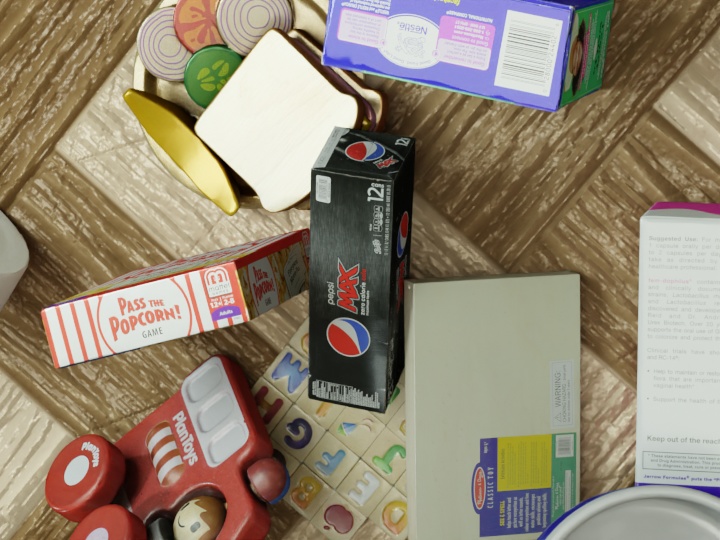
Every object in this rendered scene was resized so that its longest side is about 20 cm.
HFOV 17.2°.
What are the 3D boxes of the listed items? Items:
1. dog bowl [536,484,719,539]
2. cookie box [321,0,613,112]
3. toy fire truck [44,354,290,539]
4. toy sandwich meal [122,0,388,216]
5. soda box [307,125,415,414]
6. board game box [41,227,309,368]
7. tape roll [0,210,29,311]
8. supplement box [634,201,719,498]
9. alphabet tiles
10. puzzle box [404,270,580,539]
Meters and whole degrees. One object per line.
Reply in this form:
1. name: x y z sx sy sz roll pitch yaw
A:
1. dog bowl: 0.200 0.248 1.622 0.198 0.079 0.202 0 85 -3
2. cookie box: 0.080 -0.169 1.661 0.170 0.200 0.076 13 102 13
3. toy fire truck: -0.133 0.171 1.775 0.168 0.200 0.112 -41 128 11
4. toy sandwich meal: -0.084 -0.131 1.774 0.203 0.070 0.207 2 98 13
5. soda box: 0.000 0.000 1.731 0.063 0.071 0.201 9 123 11
6. board game box: -0.127 0.019 1.739 0.150 0.200 0.047 -14 94 15
7. tape roll: -0.351 -0.027 1.789 0.202 0.202 0.071 35 104 7
8. supplement box: 0.251 0.055 1.702 0.103 0.101 0.202 1 99 13
9. alphabet tiles: 0.007 0.108 1.819 0.166 0.006 0.200 39 105 5
10. puzzle box: 0.097 0.103 1.754 0.132 0.025 0.202 -3 98 -17
